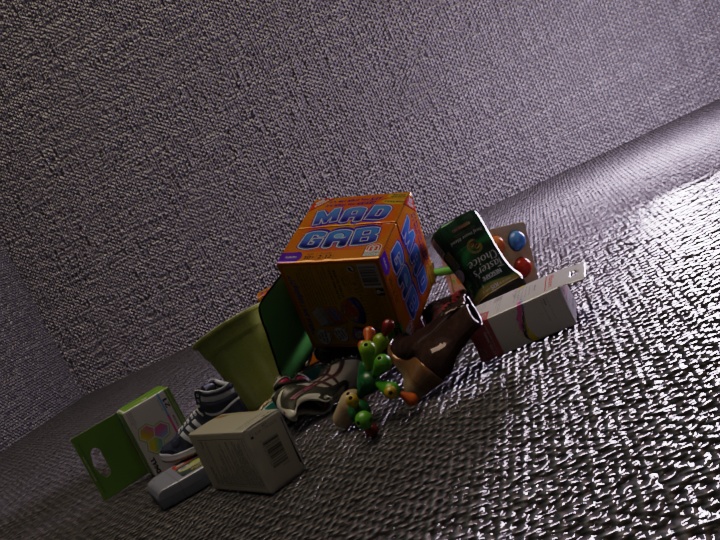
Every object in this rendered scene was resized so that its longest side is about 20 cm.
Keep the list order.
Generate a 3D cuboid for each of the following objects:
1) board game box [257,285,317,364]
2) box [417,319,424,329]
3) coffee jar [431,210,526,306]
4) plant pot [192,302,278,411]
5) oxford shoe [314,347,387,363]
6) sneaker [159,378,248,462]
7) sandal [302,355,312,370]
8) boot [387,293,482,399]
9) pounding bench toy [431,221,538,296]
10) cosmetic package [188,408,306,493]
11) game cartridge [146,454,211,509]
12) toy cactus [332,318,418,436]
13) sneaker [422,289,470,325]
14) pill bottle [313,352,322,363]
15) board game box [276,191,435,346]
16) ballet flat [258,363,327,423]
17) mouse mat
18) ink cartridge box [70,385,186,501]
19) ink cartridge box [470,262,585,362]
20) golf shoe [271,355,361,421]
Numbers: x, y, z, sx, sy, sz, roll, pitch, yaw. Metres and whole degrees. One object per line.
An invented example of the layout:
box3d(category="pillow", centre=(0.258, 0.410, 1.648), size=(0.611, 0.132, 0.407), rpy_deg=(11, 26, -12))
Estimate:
box3d(category="board game box", centre=(-0.125, 0.106, 1.951), size=(0.199, 0.201, 0.200), rpy_deg=(-27, 5, -5))
box3d(category="box", centre=(0.056, 0.109, 1.659), size=(0.102, 0.095, 0.200), rpy_deg=(-27, 6, -10))
box3d(category="coffee jar", centre=(0.224, -0.006, 1.460), size=(0.104, 0.201, 0.085), rpy_deg=(-28, -19, -14))
box3d(category="plant pot", centre=(-0.222, 0.189, 1.654), size=(0.199, 0.185, 0.200), rpy_deg=(-31, -6, -3))
box3d(category="oxford shoe", centre=(0.008, 0.159, 1.501), size=(0.198, 0.085, 0.073), rpy_deg=(-5, 55, 20))
box3d(category="sneaker", centre=(-0.292, 0.266, 1.409), size=(0.199, 0.109, 0.070), rpy_deg=(-24, 6, 17))
box3d(category="sandal", centre=(-0.124, 0.167, 1.613), size=(0.076, 0.202, 0.043), rpy_deg=(20, -32, -41))
box3d(category="boot", centre=(0.123, 0.107, 1.260), size=(0.167, 0.072, 0.200), rpy_deg=(-52, 16, 12))
box3d(category="pounding bench toy", centre=(0.234, -0.011, 1.583), size=(0.199, 0.125, 0.156), rpy_deg=(-14, -1, -30))
box3d(category="cosmetic package", centre=(-0.177, 0.276, 1.200), size=(0.071, 0.106, 0.199), rpy_deg=(-28, 7, -36))
box3d(category="game cartridge", centre=(-0.271, 0.341, 1.371), size=(0.199, 0.041, 0.133), rpy_deg=(-29, 10, -25))
box3d(category="toy cactus", centre=(0.013, 0.183, 1.204), size=(0.165, 0.102, 0.201), rpy_deg=(-57, 21, 36))
box3d(category="sneaker", centre=(0.157, 0.094, 1.475), size=(0.097, 0.071, 0.200), rpy_deg=(-24, 4, 21))
box3d(category="pill bottle", centre=(-0.045, 0.152, 1.649), size=(0.111, 0.112, 0.200), rpy_deg=(-27, 6, -12))
box3d(category="board game box", centre=(0.000, 0.000, 1.445), size=(0.198, 0.201, 0.200), rpy_deg=(-2, 38, 25))
box3d(category="ballet flat", centre=(-0.121, 0.238, 1.479), size=(0.199, 0.071, 0.065), rpy_deg=(-26, -9, -37))
box3d(category="mouse mat", centre=(-0.128, 0.098, 1.440), size=(0.007, 0.201, 0.161), rpy_deg=(1, 34, 24))
box3d(category="ink cartridge box", centre=(-0.440, 0.343, 1.544), size=(0.199, 0.149, 0.076), rpy_deg=(-30, 8, -28))
box3d(category="ink cartridge box", centre=(0.275, 0.064, 1.243), size=(0.199, 0.068, 0.116), rpy_deg=(-26, 6, 20))
box3d(category="golf shoe", centre=(-0.059, 0.218, 1.413), size=(0.199, 0.078, 0.088), rpy_deg=(-15, 40, -21))
